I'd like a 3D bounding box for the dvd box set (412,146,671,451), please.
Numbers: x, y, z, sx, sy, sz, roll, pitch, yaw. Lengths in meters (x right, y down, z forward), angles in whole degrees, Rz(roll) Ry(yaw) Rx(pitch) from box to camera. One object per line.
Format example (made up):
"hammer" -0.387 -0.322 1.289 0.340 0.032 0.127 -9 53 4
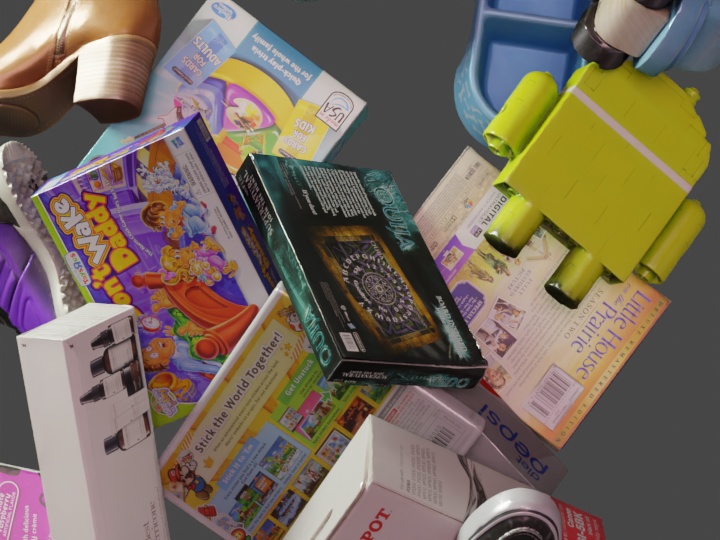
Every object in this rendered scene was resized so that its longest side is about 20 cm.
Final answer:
"dvd box set" 0.117 0.022 1.525 0.200 0.029 0.147 37 84 6

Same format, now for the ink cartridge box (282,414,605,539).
"ink cartridge box" 0.056 0.211 1.413 0.199 0.083 0.147 26 120 -15

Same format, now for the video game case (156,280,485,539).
"video game case" -0.036 0.134 1.459 0.181 0.023 0.200 35 114 -2

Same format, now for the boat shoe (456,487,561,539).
"boat shoe" 0.081 0.238 1.339 0.073 0.068 0.200 22 120 -14

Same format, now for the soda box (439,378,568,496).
"soda box" 0.061 0.107 1.480 0.200 0.068 0.063 47 116 3

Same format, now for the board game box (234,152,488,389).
"board game box" 0.000 0.000 1.444 0.135 0.028 0.201 6 45 -36

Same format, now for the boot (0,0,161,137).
"boot" -0.246 -0.189 1.544 0.198 0.074 0.156 -1 68 14

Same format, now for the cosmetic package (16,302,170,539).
"cosmetic package" -0.191 0.132 1.445 0.050 0.082 0.202 4 109 36

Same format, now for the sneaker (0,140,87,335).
"sneaker" -0.263 0.009 1.517 0.099 0.070 0.201 -20 95 22

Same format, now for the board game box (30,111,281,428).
"board game box" -0.137 0.002 1.468 0.134 0.045 0.201 -22 104 18

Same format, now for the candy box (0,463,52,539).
"candy box" -0.317 0.205 1.488 0.198 0.061 0.137 11 83 2

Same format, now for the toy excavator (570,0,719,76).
"toy excavator" 0.277 -0.208 1.495 0.199 0.100 0.195 26 50 -10

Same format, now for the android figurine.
"android figurine" 0.183 -0.076 1.492 0.182 0.041 0.201 37 77 -9

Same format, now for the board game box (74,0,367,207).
"board game box" -0.112 -0.092 1.536 0.151 0.047 0.200 36 83 5

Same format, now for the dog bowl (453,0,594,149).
"dog bowl" 0.135 -0.191 1.547 0.111 0.050 0.202 8 81 2
